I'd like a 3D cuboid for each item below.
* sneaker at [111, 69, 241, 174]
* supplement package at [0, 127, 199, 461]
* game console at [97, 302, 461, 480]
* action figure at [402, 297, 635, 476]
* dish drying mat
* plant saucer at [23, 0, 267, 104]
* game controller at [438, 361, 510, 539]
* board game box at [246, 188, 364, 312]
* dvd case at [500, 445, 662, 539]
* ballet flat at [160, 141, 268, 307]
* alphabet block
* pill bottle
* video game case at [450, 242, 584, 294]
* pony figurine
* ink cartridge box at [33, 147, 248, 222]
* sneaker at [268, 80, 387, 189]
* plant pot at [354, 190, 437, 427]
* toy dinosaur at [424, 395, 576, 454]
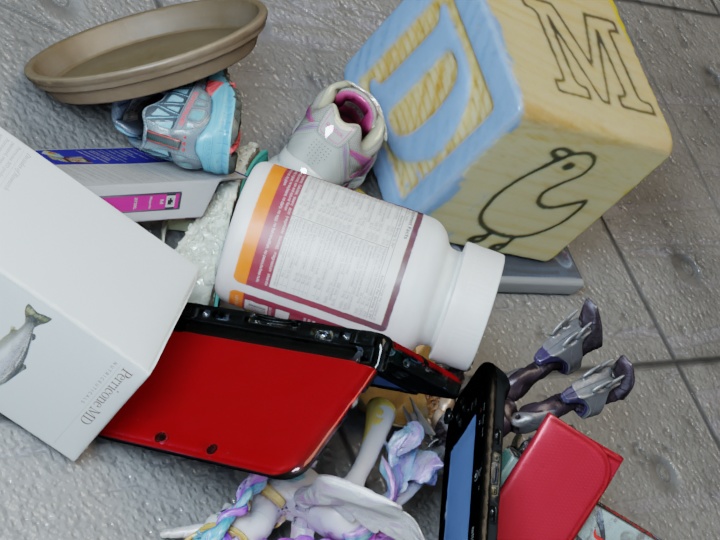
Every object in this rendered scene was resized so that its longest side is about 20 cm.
[{"bbox_3d":[-0.152,-0.137,1.384,0.094,0.080,0.200,4,16,-15],"label":"sneaker"},{"bbox_3d":[-0.230,0.009,1.176,0.199,0.117,0.118,35,38,-11],"label":"supplement package"},{"bbox_3d":[-0.057,0.097,1.240,0.172,0.198,0.120,31,72,-51],"label":"game console"},{"bbox_3d":[0.119,0.108,1.379,0.199,0.070,0.131,-30,68,-17],"label":"action figure"},{"bbox_3d":[0.118,0.210,1.303,0.076,0.201,0.018,30,4,-19],"label":"dish drying mat"},{"bbox_3d":[-0.167,-0.173,1.374,0.200,0.198,0.030,-44,127,-53],"label":"plant saucer"},{"bbox_3d":[0.079,0.168,1.257,0.042,0.105,0.202,8,57,-3],"label":"game controller"},{"bbox_3d":[-0.038,-0.012,1.467,0.095,0.030,0.201,33,42,-21],"label":"board game box"},{"bbox_3d":[0.153,0.244,1.344,0.199,0.147,0.022,32,4,-22],"label":"dvd case"},{"bbox_3d":[-0.123,-0.041,1.381,0.071,0.072,0.201,35,37,-15],"label":"ballet flat"},{"bbox_3d":[0.132,-0.148,1.587,0.198,0.195,0.198,9,53,-38],"label":"alphabet block"},{"bbox_3d":[0.000,0.000,1.287,0.198,0.110,0.110,19,40,1],"label":"pill bottle"},{"bbox_3d":[0.113,-0.061,1.664,0.199,0.023,0.183,3,56,-44],"label":"video game case"},{"bbox_3d":[-0.021,0.175,1.239,0.191,0.168,0.200,20,37,17],"label":"pony figurine"},{"bbox_3d":[-0.188,-0.067,1.319,0.094,0.038,0.199,24,22,39],"label":"ink cartridge box"},{"bbox_3d":[-0.012,-0.118,1.487,0.081,0.088,0.200,38,22,-6],"label":"sneaker"},{"bbox_3d":[0.007,0.034,1.425,0.200,0.027,0.202,37,44,-45],"label":"plant pot"},{"bbox_3d":[0.122,0.180,1.408,0.135,0.102,0.202,-26,95,-37],"label":"toy dinosaur"}]
